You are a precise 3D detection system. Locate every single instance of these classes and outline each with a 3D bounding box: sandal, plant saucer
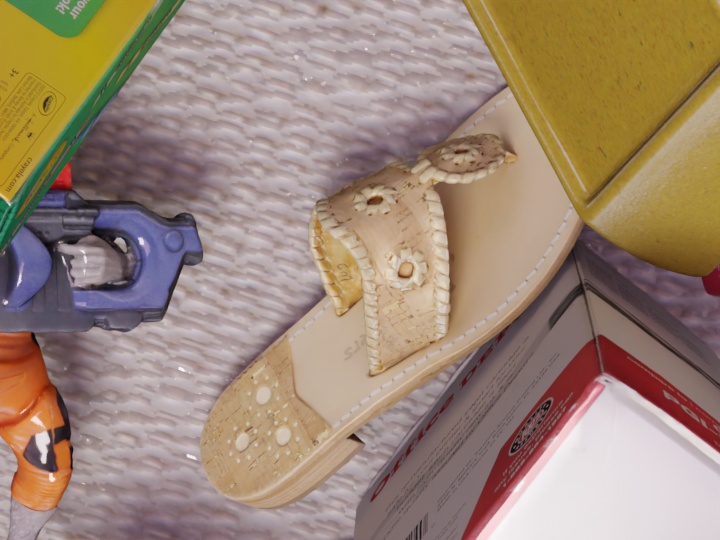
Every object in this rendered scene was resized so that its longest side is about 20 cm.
[{"bbox_3d":[0.003,0.004,0.846,0.212,0.069,0.078,-48,53,14],"label":"sandal"},{"bbox_3d":[0.083,-0.108,0.745,0.048,0.200,0.201,-23,78,-23],"label":"plant saucer"}]

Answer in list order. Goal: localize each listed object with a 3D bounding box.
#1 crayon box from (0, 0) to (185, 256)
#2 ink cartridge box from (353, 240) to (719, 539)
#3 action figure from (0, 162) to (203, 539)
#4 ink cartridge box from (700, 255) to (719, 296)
[{"bbox_3d":[-0.124,-0.110,0.793,0.118,0.201,0.058,33,146,-2],"label":"crayon box"},{"bbox_3d":[0.067,0.087,0.805,0.083,0.200,0.147,36,102,-6],"label":"ink cartridge box"},{"bbox_3d":[-0.168,0.019,0.823,0.199,0.104,0.195,9,91,-32],"label":"action figure"},{"bbox_3d":[0.158,-0.095,0.765,0.083,0.145,0.202,-21,101,-21],"label":"ink cartridge box"}]
